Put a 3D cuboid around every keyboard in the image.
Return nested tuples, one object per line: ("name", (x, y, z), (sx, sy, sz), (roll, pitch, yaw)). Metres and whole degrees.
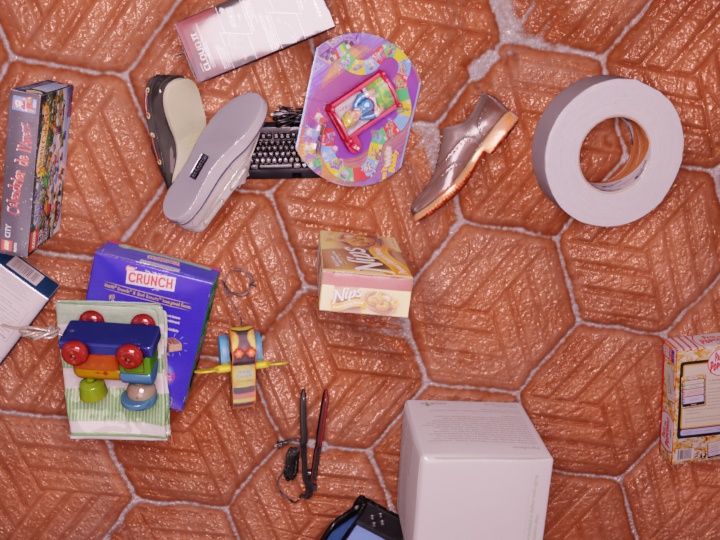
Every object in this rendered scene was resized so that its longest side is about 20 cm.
("keyboard", (-0.089, -0.175, 1.061), (0.195, 0.040, 0.106), (-3, 108, -5))

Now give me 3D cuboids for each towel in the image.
("towel", (-0.338, 0.141, 1.070), (0.149, 0.023, 0.204), (1, 108, -1))

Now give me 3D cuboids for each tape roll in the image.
("tape roll", (0.344, -0.167, 1.085), (0.195, 0.066, 0.205), (-1, 108, -4))

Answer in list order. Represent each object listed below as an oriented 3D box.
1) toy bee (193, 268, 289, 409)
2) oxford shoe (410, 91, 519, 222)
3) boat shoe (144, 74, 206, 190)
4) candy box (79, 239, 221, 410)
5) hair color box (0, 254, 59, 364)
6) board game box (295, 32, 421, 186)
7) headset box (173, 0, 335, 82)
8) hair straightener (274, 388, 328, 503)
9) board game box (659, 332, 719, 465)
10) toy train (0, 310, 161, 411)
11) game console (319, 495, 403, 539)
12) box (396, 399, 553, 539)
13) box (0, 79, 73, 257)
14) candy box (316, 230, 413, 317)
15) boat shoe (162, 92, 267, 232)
("toy bee", (-0.177, 0.121, 1.106), (0.129, 0.109, 0.203), (-24, 114, -6))
("oxford shoe", (0.129, -0.155, 1.079), (0.073, 0.071, 0.201), (42, 96, 4))
("boat shoe", (-0.241, -0.162, 1.044), (0.073, 0.062, 0.205), (-31, 129, -39))
("candy box", (-0.304, 0.077, 1.103), (0.166, 0.077, 0.204), (15, 107, -8))
("hair color box", (-0.527, 0.075, 1.092), (0.100, 0.061, 0.201), (38, 100, -14))
("board game box", (0.004, -0.210, 1.036), (0.155, 0.039, 0.204), (10, 103, -19))
("headset box", (-0.136, -0.299, 0.960), (0.196, 0.149, 0.076), (-21, 107, 3))
("hair straightener", (-0.097, 0.276, 1.208), (0.075, 0.041, 0.204), (6, 111, -6))
("board game box", (0.557, 0.201, 1.228), (0.148, 0.046, 0.204), (-5, 108, -3))
("toy train", (-0.362, 0.122, 1.018), (0.195, 0.085, 0.118), (4, 120, -1))
("game console", (-0.023, 0.476, 1.231), (0.174, 0.117, 0.202), (31, 103, -13))
("box", (0.163, 0.323, 1.168), (0.195, 0.172, 0.203), (2, 108, -5))
("box", (-0.415, -0.134, 0.996), (0.037, 0.137, 0.204), (10, 107, -8))
("candy box", (0.000, 0.000, 1.038), (0.113, 0.200, 0.057), (4, 107, -5))
("boat shoe", (-0.180, -0.139, 1.028), (0.202, 0.070, 0.070), (-59, 148, -5))
